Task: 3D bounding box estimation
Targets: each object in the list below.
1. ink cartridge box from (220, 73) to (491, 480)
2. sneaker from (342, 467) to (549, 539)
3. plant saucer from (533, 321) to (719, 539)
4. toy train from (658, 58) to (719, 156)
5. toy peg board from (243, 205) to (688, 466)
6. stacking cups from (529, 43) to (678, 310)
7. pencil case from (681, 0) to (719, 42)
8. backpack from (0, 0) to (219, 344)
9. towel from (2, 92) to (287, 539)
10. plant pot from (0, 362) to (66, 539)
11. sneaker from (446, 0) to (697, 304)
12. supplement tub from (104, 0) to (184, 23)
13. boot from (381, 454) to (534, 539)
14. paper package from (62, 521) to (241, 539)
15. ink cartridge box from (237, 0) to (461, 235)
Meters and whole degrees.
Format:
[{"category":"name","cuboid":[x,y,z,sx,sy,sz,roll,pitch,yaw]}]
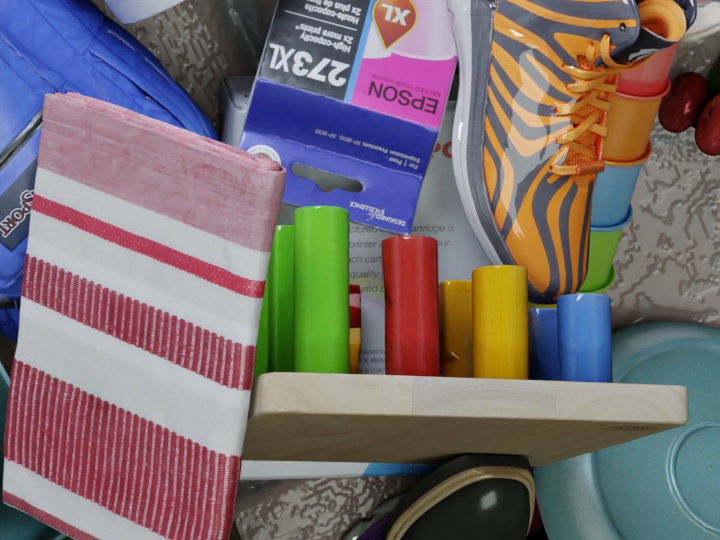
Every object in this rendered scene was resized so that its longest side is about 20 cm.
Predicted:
[{"category":"ink cartridge box","cuboid":[0.000,0.000,1.356,0.144,0.085,0.201,-1,107,-8]},{"category":"sneaker","cuboid":[0.054,0.150,1.406,0.081,0.083,0.200,41,100,-15]},{"category":"plant saucer","cuboid":[0.187,0.114,1.373,0.199,0.027,0.201,10,62,-18]},{"category":"toy train","cuboid":[0.229,-0.094,1.299,0.084,0.200,0.116,26,97,-13]},{"category":"toy peg board","cuboid":[0.026,0.034,1.235,0.198,0.200,0.098,2,80,-16]},{"category":"stacking cups","cuboid":[0.116,-0.050,1.335,0.060,0.061,0.201,7,125,-9]},{"category":"pencil case","cuboid":[0.140,-0.218,1.314,0.078,0.090,0.201,-19,110,29]},{"category":"backpack","cuboid":[-0.171,-0.052,1.278,0.200,0.168,0.162,42,103,-16]},{"category":"towel","cuboid":[-0.099,0.032,1.163,0.023,0.144,0.201,-8,112,-48]},{"category":"plant pot","cuboid":[-0.266,0.095,1.282,0.141,0.200,0.142,-37,111,-28]},{"category":"sneaker","cuboid":[0.105,-0.084,1.248,0.112,0.077,0.201,-4,98,38]},{"category":"supplement tub","cuboid":[-0.120,-0.235,1.240,0.145,0.145,0.200,-33,107,3]},{"category":"boot","cuboid":[0.049,0.201,1.305,0.077,0.139,0.200,4,135,-19]},{"category":"paper package","cuboid":[-0.149,0.173,1.327,0.190,0.200,0.104,-19,108,-2]},{"category":"ink cartridge box","cuboid":[0.004,-0.123,1.286,0.094,0.037,0.201,15,70,-3]}]
